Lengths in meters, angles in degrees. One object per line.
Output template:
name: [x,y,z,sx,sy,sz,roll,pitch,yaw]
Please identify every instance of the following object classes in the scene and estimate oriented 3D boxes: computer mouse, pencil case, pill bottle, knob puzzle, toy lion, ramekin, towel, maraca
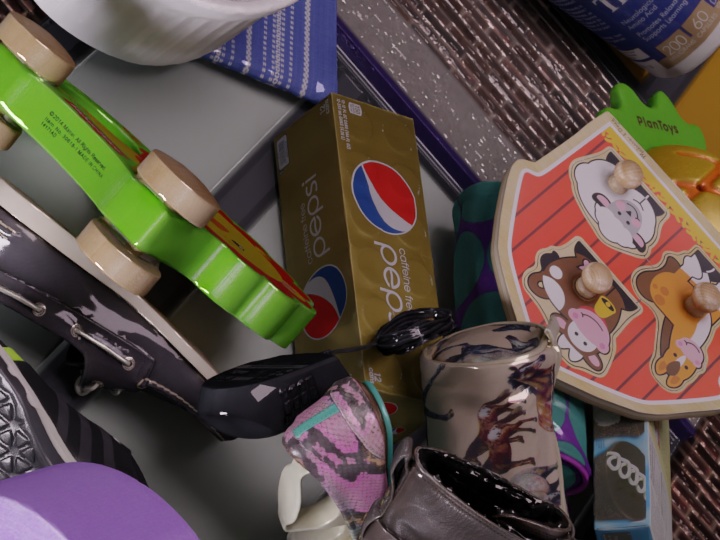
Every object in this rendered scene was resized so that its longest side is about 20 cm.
computer mouse: [-0.013,0.057,1.358,0.199,0.058,0.034,-19,102,-45]
pencil case: [0.084,0.128,1.404,0.078,0.089,0.201,-73,157,-80]
pill bottle: [0.171,-0.231,1.742,0.200,0.111,0.111,32,47,-23]
knob puzzle: [0.161,0.006,1.505,0.219,0.030,0.221,17,54,-24]
toy lion: [-0.114,-0.038,1.363,0.200,0.069,0.192,44,6,25]
ramekin: [-0.121,-0.219,1.458,0.200,0.098,0.201,18,57,-30]
towel: [-0.097,-0.190,1.546,0.199,0.024,0.146,20,54,-30]
pencil case: [0.099,0.044,1.523,0.092,0.085,0.201,54,31,-52]
maraca: [0.217,-0.035,1.664,0.137,0.107,0.201,9,57,-49]

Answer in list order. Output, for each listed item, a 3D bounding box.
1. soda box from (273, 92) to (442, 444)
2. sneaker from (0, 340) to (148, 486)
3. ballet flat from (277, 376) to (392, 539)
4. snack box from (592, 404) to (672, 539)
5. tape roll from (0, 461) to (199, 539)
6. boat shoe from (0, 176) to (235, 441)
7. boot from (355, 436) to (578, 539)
soda box: [0.000,0.000,1.477,0.067,0.064,0.201,15,56,-36]
sneaker: [-0.163,0.103,1.280,0.200,0.072,0.083,53,18,-4]
ballet flat: [-0.010,0.129,1.351,0.071,0.200,0.069,-22,55,-6]
snack box: [0.169,0.100,1.542,0.116,0.037,0.201,68,20,-53]
tape roll: [-0.136,0.192,1.131,0.065,0.200,0.201,-14,75,-46]
boat shoe: [-0.142,0.035,1.347,0.200,0.073,0.063,44,86,-21]
boot: [0.056,0.188,1.320,0.200,0.174,0.069,33,31,-22]
